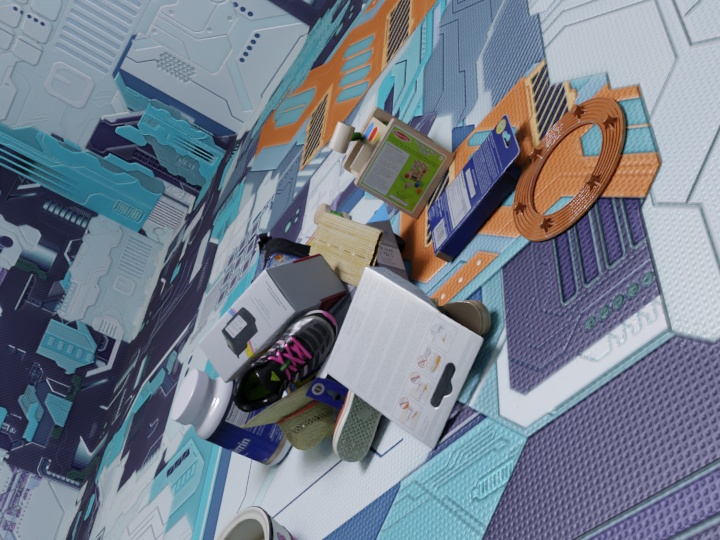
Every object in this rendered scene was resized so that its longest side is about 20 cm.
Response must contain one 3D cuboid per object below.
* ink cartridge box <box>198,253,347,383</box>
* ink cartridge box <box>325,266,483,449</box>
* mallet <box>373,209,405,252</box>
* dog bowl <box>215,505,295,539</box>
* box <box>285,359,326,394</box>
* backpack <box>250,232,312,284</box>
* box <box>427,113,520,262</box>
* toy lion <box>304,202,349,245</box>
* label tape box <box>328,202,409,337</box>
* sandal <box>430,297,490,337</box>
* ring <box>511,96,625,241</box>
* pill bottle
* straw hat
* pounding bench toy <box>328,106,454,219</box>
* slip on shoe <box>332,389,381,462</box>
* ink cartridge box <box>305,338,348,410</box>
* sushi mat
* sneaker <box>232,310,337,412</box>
[{"bbox_3d":[-0.138,0.075,1.350,0.200,0.083,0.145,-45,-14,32],"label":"ink cartridge box"},{"bbox_3d":[0.060,0.108,1.112,0.199,0.047,0.161,31,106,33],"label":"ink cartridge box"},{"bbox_3d":[0.044,-0.071,1.502,0.066,0.041,0.200,-54,18,26],"label":"mallet"},{"bbox_3d":[-0.164,0.457,1.265,0.200,0.074,0.201,-44,28,30],"label":"dog bowl"},{"bbox_3d":[-0.100,0.159,1.394,0.064,0.070,0.200,-33,-8,-14],"label":"box"},{"bbox_3d":[-0.111,0.058,1.530,0.154,0.199,0.191,-100,29,-60],"label":"backpack"},{"bbox_3d":[0.170,-0.119,1.247,0.200,0.032,0.122,-53,22,30],"label":"box"},{"bbox_3d":[-0.092,-0.007,1.729,0.200,0.068,0.192,-51,30,29],"label":"toy lion"},{"bbox_3d":[0.000,0.000,1.393,0.144,0.063,0.201,-48,43,35],"label":"label tape box"},{"bbox_3d":[0.099,0.072,1.154,0.211,0.069,0.078,-7,87,45],"label":"sandal"},{"bbox_3d":[0.253,-0.130,1.076,0.201,0.019,0.201,-52,22,31],"label":"ring"},{"bbox_3d":[-0.218,0.253,1.496,0.116,0.199,0.116,-51,23,31],"label":"pill bottle"},{"bbox_3d":[-0.083,0.232,1.342,0.200,0.085,0.201,-29,-9,-5],"label":"straw hat"},{"bbox_3d":[0.028,-0.206,1.464,0.125,0.199,0.156,-59,21,11],"label":"pounding bench toy"},{"bbox_3d":[0.013,0.172,1.221,0.201,0.074,0.061,-66,12,-1],"label":"slip on shoe"},{"bbox_3d":[0.009,0.121,1.249,0.201,0.094,0.037,-59,24,11],"label":"ink cartridge box"},{"bbox_3d":[-0.027,-0.035,1.376,0.200,0.012,0.096,23,98,58],"label":"sushi mat"},{"bbox_3d":[-0.112,0.139,1.239,0.200,0.074,0.087,-41,5,14],"label":"sneaker"}]
